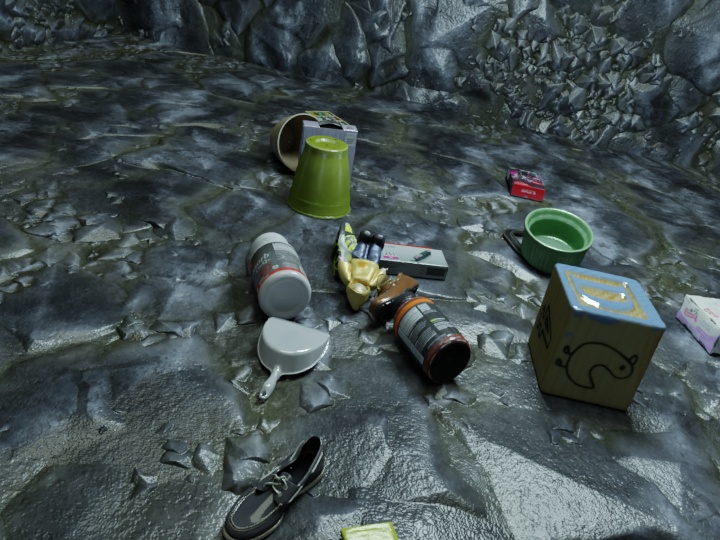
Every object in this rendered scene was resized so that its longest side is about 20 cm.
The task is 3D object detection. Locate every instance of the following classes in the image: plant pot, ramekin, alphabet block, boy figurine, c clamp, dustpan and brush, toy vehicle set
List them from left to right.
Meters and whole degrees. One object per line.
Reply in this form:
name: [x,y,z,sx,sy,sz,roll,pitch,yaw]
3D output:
dustpan and brush: [-0.147,0.167,1.123,0.136,0.059,0.200,14,22,8]
plant pot: [-0.235,-0.447,2.070,0.183,0.193,0.199,-6,18,-28]
plant pot: [-0.110,-0.286,1.784,0.194,0.198,0.202,9,28,-5]
toy vehicle set: [-0.143,-0.641,2.582,0.122,0.027,0.200,-9,35,-32]
boy figurine: [0.000,0.000,1.396,0.121,0.065,0.203,18,49,1]
c clamp: [0.529,-0.076,1.829,0.166,0.028,0.201,-4,34,-17]
ramekin: [0.557,-0.080,1.726,0.194,0.100,0.203,3,41,-3]
alphabet block: [0.476,0.133,1.245,0.190,0.205,0.198,12,28,3]

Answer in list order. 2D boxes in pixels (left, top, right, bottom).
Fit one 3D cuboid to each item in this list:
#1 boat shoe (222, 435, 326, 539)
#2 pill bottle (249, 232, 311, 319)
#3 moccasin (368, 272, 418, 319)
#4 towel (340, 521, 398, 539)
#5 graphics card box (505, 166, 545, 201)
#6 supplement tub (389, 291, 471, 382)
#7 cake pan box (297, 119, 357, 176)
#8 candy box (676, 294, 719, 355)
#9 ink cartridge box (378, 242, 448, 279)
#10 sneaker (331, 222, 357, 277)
boat shoe: [-0.119,0.305,0.862,0.072,0.064,0.198,26,32,26]
pill bottle: [-0.182,0.006,1.318,0.113,0.119,0.201,0,30,-20]
moccasin: [0.067,0.050,1.363,0.077,0.075,0.201,35,34,13]
towel: [0.038,0.416,0.774,0.084,0.018,0.201,5,28,-24]
graphics card box: [0.624,-0.331,2.286,0.122,0.052,0.201,12,28,2]
supplement tub: [0.134,0.127,1.229,0.104,0.110,0.201,-4,32,-26]
cake pan box: [-0.110,-0.381,1.949,0.179,0.204,0.053,0,34,-15]
candy box: [0.943,0.146,1.528,0.194,0.073,0.169,8,29,-7]
ink cartridge box: [0.121,-0.045,1.600,0.194,0.045,0.175,6,30,-10]
sneaker: [-0.030,-0.046,1.527,0.074,0.077,0.203,13,38,-12]
